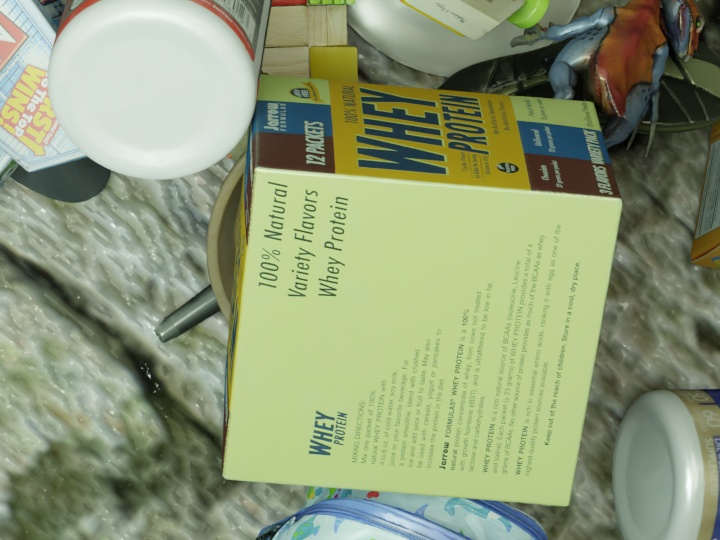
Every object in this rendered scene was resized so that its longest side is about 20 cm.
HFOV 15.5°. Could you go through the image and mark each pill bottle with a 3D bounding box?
[{"bbox_3d":[-0.109,-0.149,1.503,0.116,0.116,0.200,24,32,-12],"label":"pill bottle"},{"bbox_3d":[0.273,0.133,1.697,0.200,0.116,0.116,0,79,-19],"label":"pill bottle"}]

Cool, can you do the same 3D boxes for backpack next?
[{"bbox_3d":[0.026,0.194,1.557,0.183,0.200,0.147,26,72,-11],"label":"backpack"}]

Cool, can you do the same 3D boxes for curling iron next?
[{"bbox_3d":[-0.048,-0.021,1.651,0.200,0.050,0.026,-37,52,-3],"label":"curling iron"}]

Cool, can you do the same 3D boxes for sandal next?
[{"bbox_3d":[0.144,-0.114,1.740,0.201,0.057,0.080,-8,69,-2],"label":"sandal"}]

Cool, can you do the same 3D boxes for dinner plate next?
[{"bbox_3d":[0.063,-0.226,1.751,0.200,0.024,0.200,3,79,-18],"label":"dinner plate"}]

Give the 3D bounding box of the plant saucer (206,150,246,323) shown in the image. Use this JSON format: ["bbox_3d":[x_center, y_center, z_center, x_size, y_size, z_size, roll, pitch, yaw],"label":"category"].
[{"bbox_3d":[0.008,-0.017,1.580,0.200,0.029,0.200,-1,118,-2],"label":"plant saucer"}]

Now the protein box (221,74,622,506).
[{"bbox_3d":[0.029,0.010,1.502,0.200,0.135,0.199,5,117,-5],"label":"protein box"}]

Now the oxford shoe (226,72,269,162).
[{"bbox_3d":[-0.064,-0.079,1.594,0.200,0.070,0.075,18,112,1],"label":"oxford shoe"}]

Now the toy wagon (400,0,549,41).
[{"bbox_3d":[0.047,-0.240,1.683,0.155,0.040,0.200,25,43,-40],"label":"toy wagon"}]

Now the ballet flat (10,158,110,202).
[{"bbox_3d":[-0.227,-0.121,1.609,0.200,0.073,0.073,47,69,-5],"label":"ballet flat"}]

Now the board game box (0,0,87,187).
[{"bbox_3d":[-0.233,-0.106,1.549,0.200,0.062,0.200,40,103,-1],"label":"board game box"}]

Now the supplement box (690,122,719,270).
[{"bbox_3d":[0.276,-0.097,1.772,0.066,0.069,0.200,14,77,-13],"label":"supplement box"}]

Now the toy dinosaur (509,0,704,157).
[{"bbox_3d":[0.174,-0.127,1.638,0.105,0.200,0.182,44,65,-13],"label":"toy dinosaur"}]

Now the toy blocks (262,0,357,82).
[{"bbox_3d":[-0.080,-0.165,1.650,0.137,0.100,0.200,-4,99,-13],"label":"toy blocks"}]
